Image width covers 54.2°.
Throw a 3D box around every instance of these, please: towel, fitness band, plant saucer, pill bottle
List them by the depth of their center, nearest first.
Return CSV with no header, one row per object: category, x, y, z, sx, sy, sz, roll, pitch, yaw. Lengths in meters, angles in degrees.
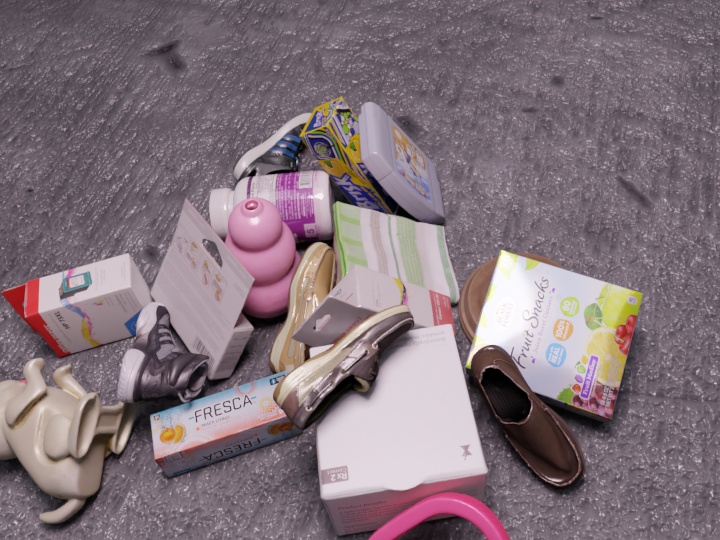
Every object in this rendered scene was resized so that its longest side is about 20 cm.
fitness band,0.080,0.340,0.784,0.199,0.037,0.146,-38,71,19
plant saucer,0.242,0.051,1.038,0.193,0.030,0.205,-3,54,4
towel,0.055,-0.028,1.056,0.195,0.031,0.152,12,47,-27
pill bottle,-0.141,-0.098,1.144,0.193,0.114,0.115,-5,52,4

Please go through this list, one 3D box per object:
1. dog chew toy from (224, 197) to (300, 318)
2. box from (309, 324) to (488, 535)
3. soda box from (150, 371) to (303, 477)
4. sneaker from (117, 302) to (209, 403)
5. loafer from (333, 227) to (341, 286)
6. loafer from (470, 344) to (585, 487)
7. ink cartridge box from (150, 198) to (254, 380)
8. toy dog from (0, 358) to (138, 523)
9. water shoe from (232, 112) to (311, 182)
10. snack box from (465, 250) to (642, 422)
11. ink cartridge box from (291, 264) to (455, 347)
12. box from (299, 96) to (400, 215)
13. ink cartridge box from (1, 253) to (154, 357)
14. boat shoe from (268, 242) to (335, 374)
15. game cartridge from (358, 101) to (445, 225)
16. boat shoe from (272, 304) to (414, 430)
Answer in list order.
dog chew toy,-0.145,-0.023,1.030,0.120,0.203,0.127,-1,50,1
box,0.044,0.200,0.888,0.192,0.132,0.204,-9,53,0
soda box,-0.180,0.208,0.953,0.194,0.064,0.070,-16,53,-6
sneaker,-0.268,0.121,0.993,0.110,0.077,0.202,13,27,-11
loafer,0.000,0.000,1.073,0.066,0.076,0.206,-11,62,19
loafer,0.201,0.189,0.873,0.073,0.071,0.201,-42,84,17
ink cartridge box,-0.224,0.025,1.035,0.044,0.179,0.200,0,37,-49
toy dog,-0.428,0.218,0.951,0.194,0.139,0.200,13,92,15
water shoe,-0.138,-0.202,1.262,0.199,0.072,0.079,-41,86,-23
snack box,0.256,0.087,0.946,0.195,0.068,0.173,16,78,15
ink cartridge box,0.015,0.064,0.942,0.196,0.117,0.069,19,47,-28
box,-0.008,-0.169,1.123,0.063,0.201,0.071,-9,43,39
ink cartridge box,-0.422,0.059,1.060,0.194,0.118,0.068,-16,53,-4
boat shoe,-0.065,0.061,1.013,0.075,0.071,0.206,8,78,38
game cartridge,0.069,-0.161,1.119,0.041,0.199,0.136,-30,46,25
boat shoe,-0.009,0.116,0.837,0.197,0.074,0.065,-34,66,-14
